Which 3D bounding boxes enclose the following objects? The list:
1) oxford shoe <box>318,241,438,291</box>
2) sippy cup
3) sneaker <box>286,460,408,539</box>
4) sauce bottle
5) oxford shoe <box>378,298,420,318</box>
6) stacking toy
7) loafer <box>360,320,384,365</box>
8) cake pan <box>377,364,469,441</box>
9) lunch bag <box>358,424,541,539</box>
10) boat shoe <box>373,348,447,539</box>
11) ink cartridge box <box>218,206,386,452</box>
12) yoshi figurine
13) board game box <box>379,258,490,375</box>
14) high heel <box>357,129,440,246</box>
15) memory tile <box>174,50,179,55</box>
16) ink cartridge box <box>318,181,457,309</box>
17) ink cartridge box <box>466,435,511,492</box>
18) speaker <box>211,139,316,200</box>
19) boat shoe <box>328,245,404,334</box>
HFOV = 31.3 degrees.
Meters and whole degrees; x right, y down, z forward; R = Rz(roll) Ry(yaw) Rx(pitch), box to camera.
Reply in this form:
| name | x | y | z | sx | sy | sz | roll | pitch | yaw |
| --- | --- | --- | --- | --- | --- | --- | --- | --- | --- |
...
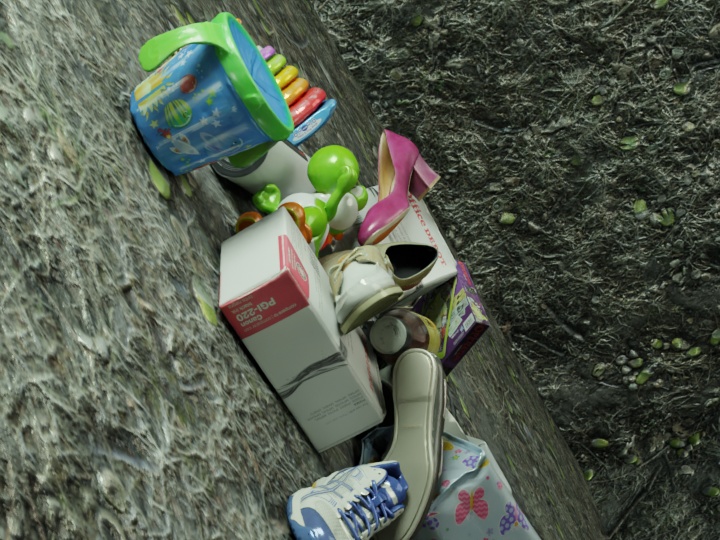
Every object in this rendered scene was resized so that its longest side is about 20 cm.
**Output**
| name | x | y | z | sx | sy | sz | roll | pitch | yaw |
| --- | --- | --- | --- | --- | --- | --- | --- | --- | --- |
| oxford shoe | 0.000 | 0.000 | 1.489 | 0.075 | 0.199 | 0.071 | -38 | -107 | 60 |
| sippy cup | -0.154 | -0.166 | 1.279 | 0.179 | 0.130 | 0.140 | 59 | 9 | -22 |
| sneaker | -0.006 | 0.210 | 1.151 | 0.076 | 0.088 | 0.200 | 63 | 10 | -4 |
| sauce bottle | 0.049 | 0.076 | 1.431 | 0.066 | 0.066 | 0.200 | 63 | 6 | 9 |
| oxford shoe | 0.057 | 0.055 | 1.781 | 0.058 | 0.074 | 0.201 | -97 | -167 | -51 |
| stacking toy | -0.131 | -0.263 | 1.743 | 0.201 | 0.116 | 0.110 | 53 | -5 | -11 |
| loafer | -0.018 | 0.087 | 1.489 | 0.068 | 0.070 | 0.200 | 61 | 11 | 18 |
| cake pan | 0.073 | 0.192 | 1.526 | 0.200 | 0.037 | 0.201 | 47 | -18 | 21 |
| lunch bag | 0.087 | 0.264 | 1.387 | 0.170 | 0.127 | 0.200 | 57 | -15 | -23 |
| boat shoe | 0.056 | 0.179 | 1.274 | 0.057 | 0.066 | 0.202 | 38 | 57 | -55 |
| ink cartridge box | -0.059 | 0.060 | 1.300 | 0.201 | 0.084 | 0.146 | 57 | 11 | -25 |
| yoshi figurine | -0.058 | -0.085 | 1.469 | 0.112 | 0.112 | 0.200 | 38 | 32 | 13 |
| board game box | 0.089 | 0.096 | 1.695 | 0.032 | 0.200 | 0.121 | 15 | 36 | -34 |
| high heel | 0.025 | -0.104 | 1.582 | 0.096 | 0.067 | 0.200 | 43 | 45 | 0 |
| memory tile | -0.182 | -0.222 | 1.640 | 0.154 | 0.017 | 0.200 | 63 | 10 | 3 |
| ink cartridge box | 0.009 | -0.021 | 1.625 | 0.199 | 0.084 | 0.146 | -19 | 79 | -47 |
| ink cartridge box | 0.150 | 0.295 | 1.658 | 0.201 | 0.050 | 0.162 | 56 | -20 | -18 |
| speaker | -0.115 | -0.128 | 1.549 | 0.082 | 0.081 | 0.200 | 64 | 10 | 15 |
| boat shoe | -0.001 | 0.015 | 1.289 | 0.069 | 0.074 | 0.200 | 57 | 2 | 2 |
